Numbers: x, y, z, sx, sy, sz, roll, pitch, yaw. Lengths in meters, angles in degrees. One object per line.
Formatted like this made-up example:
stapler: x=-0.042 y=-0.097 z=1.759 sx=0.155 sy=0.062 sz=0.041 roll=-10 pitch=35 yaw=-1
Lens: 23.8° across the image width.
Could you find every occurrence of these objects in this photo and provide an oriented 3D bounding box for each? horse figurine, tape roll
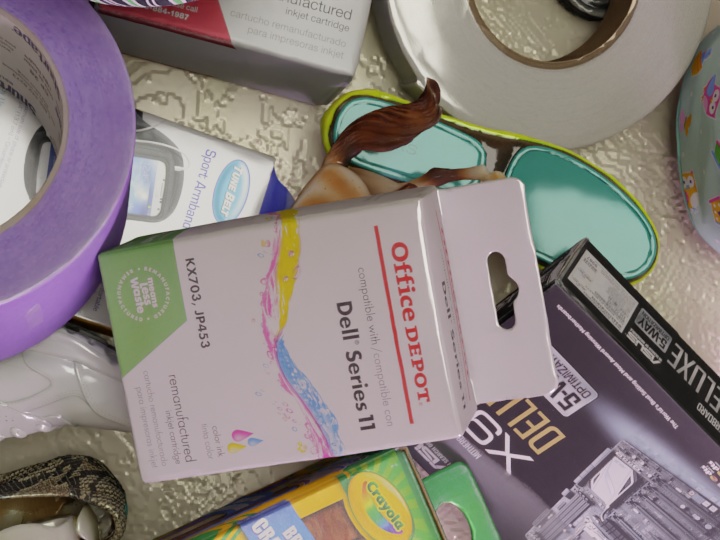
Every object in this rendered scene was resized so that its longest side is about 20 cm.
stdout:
horse figurine: x=0.000 y=0.000 z=0.889 sx=0.132 sy=0.050 sz=0.201 roll=8 pitch=85 yaw=27
tape roll: x=0.104 y=-0.168 z=0.975 sx=0.202 sy=0.037 sz=0.203 roll=-2 pitch=96 yaw=-15
tape roll: x=-0.210 y=-0.057 z=0.824 sx=0.199 sy=0.085 sz=0.200 roll=3 pitch=69 yaw=-9

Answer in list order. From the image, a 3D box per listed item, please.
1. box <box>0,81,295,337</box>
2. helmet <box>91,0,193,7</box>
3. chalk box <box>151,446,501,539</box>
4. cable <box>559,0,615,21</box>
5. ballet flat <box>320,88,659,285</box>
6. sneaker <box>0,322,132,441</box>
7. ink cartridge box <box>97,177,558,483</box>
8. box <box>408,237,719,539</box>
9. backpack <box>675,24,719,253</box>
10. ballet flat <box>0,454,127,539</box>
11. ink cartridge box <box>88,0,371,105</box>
box: x=-0.136 y=-0.028 z=0.919 sx=0.200 sy=0.041 sz=0.119 roll=20 pitch=79 yaw=-14
helmet: x=-0.100 y=-0.214 z=0.782 sx=0.200 sy=0.200 sz=0.191 roll=3 pitch=82 yaw=-14
chalk box: x=-0.016 y=0.167 z=0.879 sx=0.200 sy=0.124 sz=0.125 roll=-24 pitch=89 yaw=-15
cable: x=0.097 y=-0.238 z=0.997 sx=0.097 sy=0.050 sz=0.200 roll=-20 pitch=88 yaw=-18
ballet flat: x=0.071 y=-0.047 z=0.955 sx=0.200 sy=0.067 sz=0.067 roll=23 pitch=84 yaw=-3
sneaker: x=-0.198 y=0.065 z=0.880 sx=0.200 sy=0.078 sz=0.100 roll=16 pitch=86 yaw=-3
ink cartridge box: x=-0.013 y=0.027 z=0.819 sx=0.200 sy=0.067 sz=0.117 roll=-10 pitch=95 yaw=11
box: x=0.129 y=0.100 z=0.909 sx=0.200 sy=0.158 sz=0.050 roll=46 pitch=41 yaw=-6
backpack: x=0.289 y=-0.079 z=0.978 sx=0.199 sy=0.153 sz=0.176 roll=3 pitch=87 yaw=-7
ballet flat: x=-0.212 y=0.141 z=0.855 sx=0.200 sy=0.075 sz=0.068 roll=-13 pitch=105 yaw=-16
ink cartridge box: x=-0.059 y=-0.209 z=0.936 sx=0.145 sy=0.083 sz=0.200 roll=13 pitch=81 yaw=-11
